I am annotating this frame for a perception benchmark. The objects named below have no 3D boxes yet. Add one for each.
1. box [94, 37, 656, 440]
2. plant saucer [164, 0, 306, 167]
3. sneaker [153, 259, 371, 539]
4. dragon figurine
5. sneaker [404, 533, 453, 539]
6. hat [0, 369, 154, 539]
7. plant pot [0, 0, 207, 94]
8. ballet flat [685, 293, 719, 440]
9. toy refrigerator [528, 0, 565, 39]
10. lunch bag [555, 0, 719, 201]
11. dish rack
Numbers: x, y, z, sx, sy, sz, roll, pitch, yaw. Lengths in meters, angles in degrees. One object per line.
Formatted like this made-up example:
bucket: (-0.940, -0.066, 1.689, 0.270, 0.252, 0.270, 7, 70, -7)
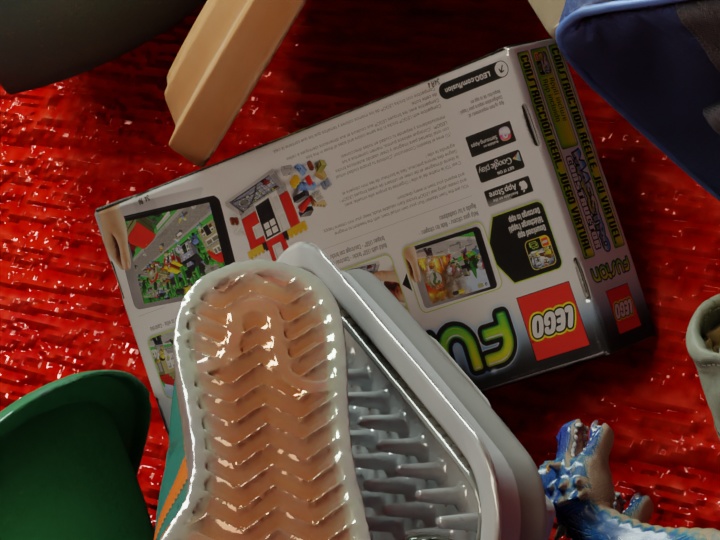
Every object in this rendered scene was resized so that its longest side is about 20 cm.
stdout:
box: (0.000, 0.000, 0.982, 0.199, 0.035, 0.111, -19, 90, 36)
plant saucer: (-0.020, -0.132, 1.021, 0.201, 0.032, 0.200, -58, 4, 6)
sneaker: (-0.030, 0.093, 0.824, 0.071, 0.080, 0.201, 2, 45, 1)
dragon figurine: (0.099, 0.132, 0.829, 0.099, 0.059, 0.201, -26, 50, 32)
sneaker: (0.033, 0.167, 0.777, 0.075, 0.201, 0.078, 13, 32, 44)
hat: (-0.081, 0.165, 0.985, 0.176, 0.165, 0.201, 38, 126, 20)
plant pot: (-0.100, -0.185, 1.140, 0.134, 0.201, 0.201, -11, 52, 0)
ballet flat: (0.162, 0.016, 0.792, 0.067, 0.064, 0.200, -28, 5, -32)
toy refrigerator: (0.145, -0.152, 0.940, 0.200, 0.076, 0.070, -44, 43, 18)
lunch bag: (0.148, -0.084, 0.802, 0.135, 0.200, 0.133, -6, 64, 37)
dish rack: (0.001, 0.109, 0.901, 0.172, 0.043, 0.201, 50, 132, 51)
